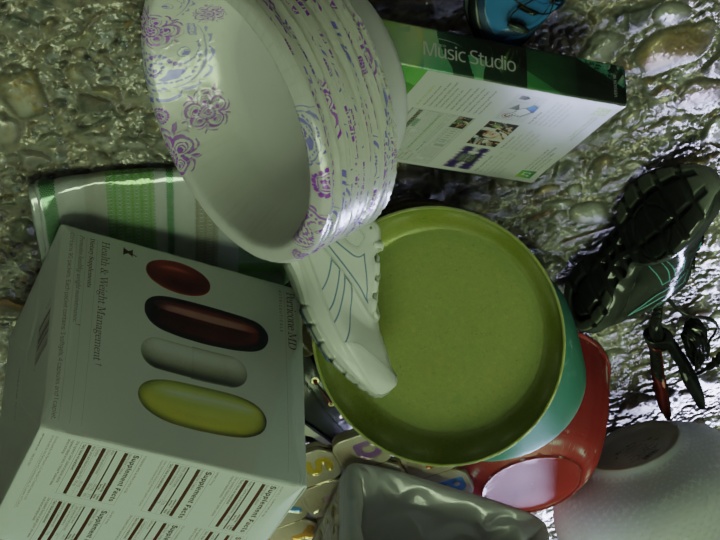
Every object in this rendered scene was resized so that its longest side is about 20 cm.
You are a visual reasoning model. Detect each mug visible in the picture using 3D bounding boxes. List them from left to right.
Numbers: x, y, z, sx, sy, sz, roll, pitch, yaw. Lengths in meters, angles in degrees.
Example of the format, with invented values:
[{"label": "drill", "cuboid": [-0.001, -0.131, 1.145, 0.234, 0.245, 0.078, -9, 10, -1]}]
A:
[{"label": "mug", "cuboid": [0.088, 0.067, 1.262, 0.183, 0.153, 0.115, -15, 139, 6]}]

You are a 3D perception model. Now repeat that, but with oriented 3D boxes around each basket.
[{"label": "basket", "cuboid": [0.056, 0.275, 1.334, 0.198, 0.136, 0.124, 18, 128, -16]}]

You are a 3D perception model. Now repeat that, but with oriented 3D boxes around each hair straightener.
[{"label": "hair straightener", "cuboid": [0.299, 0.073, 1.401, 0.076, 0.041, 0.200, -17, 143, 7]}]

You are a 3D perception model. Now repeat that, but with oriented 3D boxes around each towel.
[{"label": "towel", "cuboid": [-0.152, -0.022, 1.195, 0.198, 0.031, 0.150, -5, 141, -8]}]

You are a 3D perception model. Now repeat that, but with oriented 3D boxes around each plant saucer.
[{"label": "plant saucer", "cuboid": [0.061, 0.049, 1.176, 0.199, 0.201, 0.031, -26, -179, 18]}]

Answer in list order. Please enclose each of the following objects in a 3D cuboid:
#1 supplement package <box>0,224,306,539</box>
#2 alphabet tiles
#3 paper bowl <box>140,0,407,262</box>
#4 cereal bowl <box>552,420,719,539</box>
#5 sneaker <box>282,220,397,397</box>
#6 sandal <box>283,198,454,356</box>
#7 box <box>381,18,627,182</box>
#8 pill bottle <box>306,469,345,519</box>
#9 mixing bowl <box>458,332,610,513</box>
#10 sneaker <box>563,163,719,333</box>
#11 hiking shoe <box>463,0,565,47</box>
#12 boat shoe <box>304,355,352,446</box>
[{"label": "supplement package", "cuboid": [-0.159, 0.103, 1.156, 0.198, 0.192, 0.147, 15, 135, -21]}, {"label": "alphabet tiles", "cuboid": [0.009, 0.220, 1.382, 0.194, 0.015, 0.201, -19, 127, 11]}, {"label": "paper bowl", "cuboid": [-0.047, -0.115, 0.985, 0.104, 0.201, 0.202, -26, 149, -29]}, {"label": "cereal bowl", "cuboid": [0.274, 0.202, 1.466, 0.198, 0.200, 0.084, -19, 105, 10]}, {"label": "sneaker", "cuboid": [-0.015, 0.000, 1.138, 0.087, 0.075, 0.201, -26, 100, -5]}, {"label": "sandal", "cuboid": [0.000, 0.000, 1.235, 0.200, 0.055, 0.082, -37, 114, 26]}, {"label": "box", "cuboid": [0.068, -0.117, 1.093, 0.198, 0.037, 0.144, 6, 158, -22]}, {"label": "pill bottle", "cuboid": [0.016, 0.246, 1.495, 0.112, 0.113, 0.200, -24, 139, 16]}, {"label": "mixing bowl", "cuboid": [0.149, 0.154, 1.419, 0.198, 0.109, 0.201, -7, 141, -6]}, {"label": "sneaker", "cuboid": [0.245, -0.022, 1.271, 0.079, 0.076, 0.200, -3, 149, -31]}, {"label": "hiking shoe", "cuboid": [0.130, -0.208, 0.990, 0.074, 0.087, 0.200, 12, 136, -25]}, {"label": "boat shoe", "cuboid": [-0.017, 0.120, 1.364, 0.063, 0.074, 0.201, -37, 141, 12]}]
